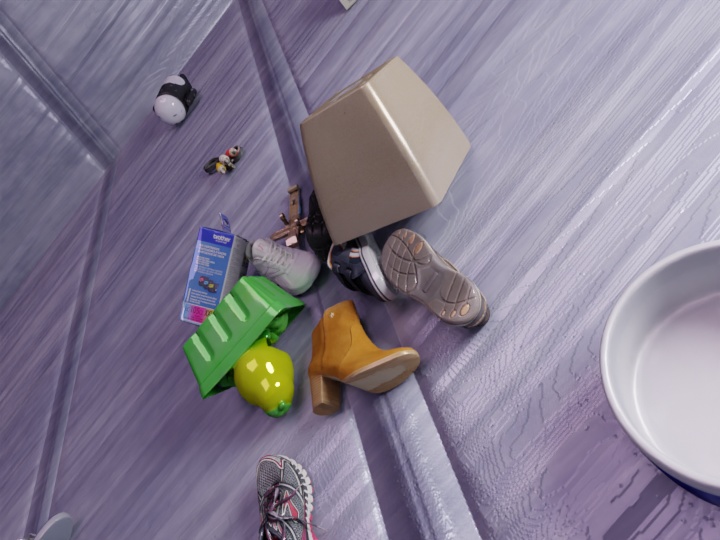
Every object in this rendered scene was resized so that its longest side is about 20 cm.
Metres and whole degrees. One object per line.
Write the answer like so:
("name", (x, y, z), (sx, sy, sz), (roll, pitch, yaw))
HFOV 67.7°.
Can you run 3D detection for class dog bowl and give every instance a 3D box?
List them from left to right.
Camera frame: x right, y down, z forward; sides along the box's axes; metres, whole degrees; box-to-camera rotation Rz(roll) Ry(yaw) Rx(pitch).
("dog bowl", (0.303, 0.082, 0.432), (0.196, 0.078, 0.205), (-27, 44, 29))

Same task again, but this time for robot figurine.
("robot figurine", (-0.702, -0.647, 2.031), (0.149, 0.122, 0.206), (-37, 37, 47))

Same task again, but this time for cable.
("cable", (-0.390, -0.314, 1.497), (0.197, 0.050, 0.099), (20, 76, 50))

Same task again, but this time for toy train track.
("toy train track", (-0.138, -0.119, 1.076), (0.111, 0.033, 0.203), (-22, 39, 12))

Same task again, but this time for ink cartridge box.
("ink cartridge box", (-0.263, 0.001, 1.008), (0.136, 0.074, 0.208), (66, -142, -85))

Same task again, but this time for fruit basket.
("fruit basket", (-0.165, 0.138, 0.871), (0.207, 0.155, 0.225), (0, 89, 12))

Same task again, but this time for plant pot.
("plant pot", (0.025, -0.191, 0.805), (0.195, 0.180, 0.201), (-17, 24, 36))

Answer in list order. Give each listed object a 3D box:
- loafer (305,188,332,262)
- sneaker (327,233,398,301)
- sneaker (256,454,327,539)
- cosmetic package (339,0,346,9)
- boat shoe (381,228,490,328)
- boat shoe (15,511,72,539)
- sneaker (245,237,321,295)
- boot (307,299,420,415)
("loafer", (-0.061, -0.095, 0.966), (0.065, 0.072, 0.204), (-3, 37, 8))
("sneaker", (0.000, 0.000, 0.821), (0.079, 0.079, 0.202), (-38, 28, 9))
("sneaker", (-0.099, 0.316, 0.685), (0.081, 0.074, 0.201), (-46, 37, 8))
("cosmetic package", (0.001, -0.817, 1.428), (0.197, 0.103, 0.089), (-36, 39, 19))
("boat shoe", (0.095, 0.017, 0.711), (0.075, 0.073, 0.201), (-49, 42, 8))
("boat shoe", (-0.659, 0.571, 1.082), (0.084, 0.074, 0.207), (23, 85, 34))
("sneaker", (-0.150, -0.015, 0.972), (0.196, 0.099, 0.080), (5, 62, 48))
("boot", (-0.006, 0.101, 0.752), (0.199, 0.070, 0.148), (-33, 44, 32))
